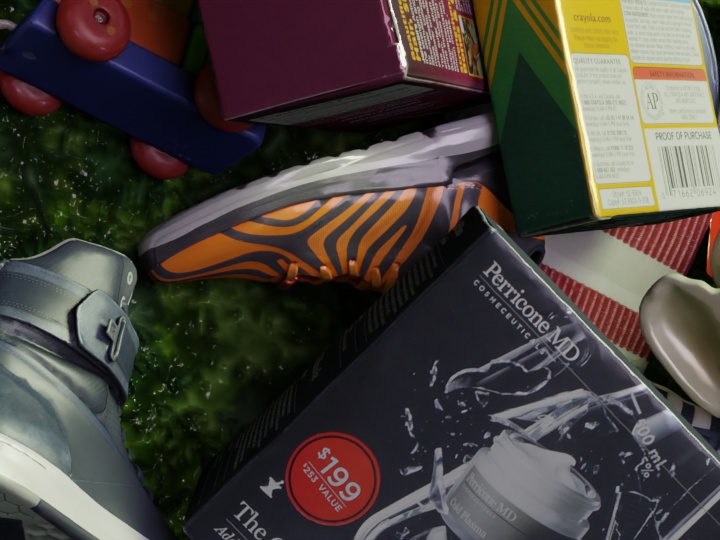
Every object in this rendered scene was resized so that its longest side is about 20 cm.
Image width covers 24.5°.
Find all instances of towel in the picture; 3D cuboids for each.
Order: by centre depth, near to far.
[{"bbox_3d":[0.105,0.000,0.879,0.144,0.023,0.201,26,86,-26],"label":"towel"}]

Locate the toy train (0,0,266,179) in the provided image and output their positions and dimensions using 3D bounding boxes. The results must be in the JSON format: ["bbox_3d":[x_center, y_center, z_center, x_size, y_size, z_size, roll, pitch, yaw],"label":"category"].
[{"bbox_3d":[-0.128,-0.135,0.760,0.200,0.085,0.116,26,61,-25],"label":"toy train"}]

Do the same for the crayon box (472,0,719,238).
[{"bbox_3d":[0.113,-0.121,0.813,0.125,0.051,0.201,-6,85,-48],"label":"crayon box"}]

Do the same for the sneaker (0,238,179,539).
[{"bbox_3d":[-0.114,0.076,0.737,0.202,0.077,0.147,55,29,-43],"label":"sneaker"}]

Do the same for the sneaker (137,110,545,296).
[{"bbox_3d":[0.000,0.000,0.794,0.199,0.078,0.112,-16,92,-9],"label":"sneaker"}]

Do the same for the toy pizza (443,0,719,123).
[{"bbox_3d":[0.119,-0.110,0.926,0.200,0.032,0.201,5,80,-31],"label":"toy pizza"}]

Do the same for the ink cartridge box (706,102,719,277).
[{"bbox_3d":[0.278,-0.072,0.987,0.160,0.047,0.201,22,70,-38],"label":"ink cartridge box"}]

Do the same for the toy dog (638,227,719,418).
[{"bbox_3d":[0.270,0.018,0.883,0.194,0.139,0.200,54,35,-2],"label":"toy dog"}]

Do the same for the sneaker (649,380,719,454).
[{"bbox_3d":[0.181,0.106,0.878,0.200,0.084,0.075,13,95,-39],"label":"sneaker"}]

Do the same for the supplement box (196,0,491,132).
[{"bbox_3d":[-0.001,-0.127,0.765,0.200,0.085,0.111,-10,88,-72],"label":"supplement box"}]

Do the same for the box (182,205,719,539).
[{"bbox_3d":[0.057,0.106,0.730,0.182,0.104,0.200,-45,95,4],"label":"box"}]
